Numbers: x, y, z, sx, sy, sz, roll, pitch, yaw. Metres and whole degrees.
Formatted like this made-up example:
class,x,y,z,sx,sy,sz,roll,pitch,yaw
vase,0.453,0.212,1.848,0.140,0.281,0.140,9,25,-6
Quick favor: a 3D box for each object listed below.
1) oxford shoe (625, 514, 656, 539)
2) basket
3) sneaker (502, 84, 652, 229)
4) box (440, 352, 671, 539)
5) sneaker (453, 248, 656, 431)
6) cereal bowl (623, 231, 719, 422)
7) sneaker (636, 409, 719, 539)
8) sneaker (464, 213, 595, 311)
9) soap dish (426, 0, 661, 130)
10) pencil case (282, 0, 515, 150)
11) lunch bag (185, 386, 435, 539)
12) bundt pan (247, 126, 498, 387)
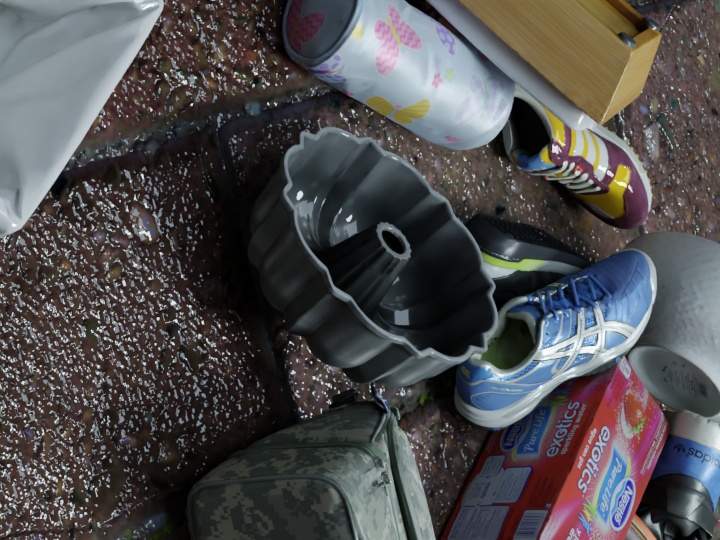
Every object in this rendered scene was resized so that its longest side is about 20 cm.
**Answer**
class,x,y,z,sx,sy,sz,roll,pitch,yaw
oxford shoe,0.217,0.271,1.595,0.072,0.071,0.201,-35,105,-32
basket,-0.233,-0.128,1.112,0.136,0.123,0.200,50,51,-31
sneaker,0.168,-0.097,1.598,0.200,0.075,0.090,50,48,-19
box,0.159,0.170,1.519,0.096,0.099,0.200,53,48,-30
sneaker,0.157,0.046,1.493,0.200,0.076,0.077,-39,148,-16
cereal bowl,0.286,0.063,1.614,0.083,0.200,0.200,-51,122,-25
sneaker,0.273,0.184,1.636,0.200,0.076,0.112,67,46,-84
sneaker,0.127,0.008,1.555,0.200,0.072,0.083,15,106,-50
soap dish,0.142,-0.205,1.490,0.200,0.081,0.157,42,23,6
pencil case,0.032,-0.162,1.445,0.200,0.083,0.091,23,71,-44
lunch bag,-0.014,0.197,1.304,0.168,0.139,0.201,-32,109,-63
bundt pan,0.000,0.000,1.349,0.202,0.076,0.202,33,34,-26
